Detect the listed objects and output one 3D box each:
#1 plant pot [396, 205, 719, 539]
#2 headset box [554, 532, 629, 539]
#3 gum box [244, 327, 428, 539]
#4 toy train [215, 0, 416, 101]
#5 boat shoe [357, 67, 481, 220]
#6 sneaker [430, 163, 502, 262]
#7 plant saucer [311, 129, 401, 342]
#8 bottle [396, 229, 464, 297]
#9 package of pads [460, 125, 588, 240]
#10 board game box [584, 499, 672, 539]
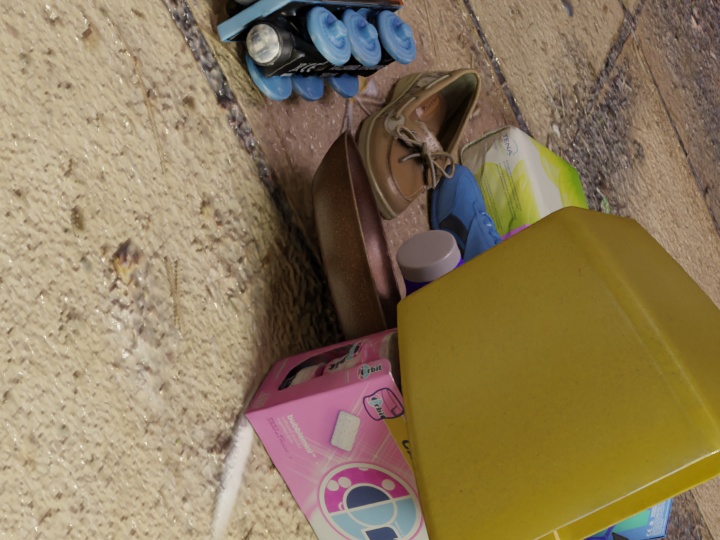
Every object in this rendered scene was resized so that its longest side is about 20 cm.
[{"bbox_3d":[0.137,0.070,1.036,0.200,0.200,0.177,6,57,-61],"label":"plant pot"},{"bbox_3d":[0.167,0.294,1.196,0.174,0.093,0.201,28,82,-57],"label":"headset box"},{"bbox_3d":[0.019,0.135,1.093,0.200,0.113,0.066,61,30,-21],"label":"gum box"},{"bbox_3d":[-0.035,-0.193,1.222,0.200,0.087,0.115,-13,77,-60],"label":"toy train"},{"bbox_3d":[0.050,-0.115,1.349,0.073,0.062,0.200,59,31,-26],"label":"boat shoe"},{"bbox_3d":[0.108,-0.007,1.382,0.066,0.078,0.201,33,45,-48],"label":"sneaker"},{"bbox_3d":[0.000,0.000,1.167,0.200,0.037,0.201,-14,90,-84],"label":"plant saucer"},{"bbox_3d":[0.078,0.062,1.253,0.084,0.065,0.200,54,-12,56],"label":"bottle"},{"bbox_3d":[0.168,-0.021,1.496,0.154,0.068,0.201,26,45,-55],"label":"package of pads"},{"bbox_3d":[0.163,0.145,1.262,0.199,0.045,0.153,-3,110,-32],"label":"board game box"}]
